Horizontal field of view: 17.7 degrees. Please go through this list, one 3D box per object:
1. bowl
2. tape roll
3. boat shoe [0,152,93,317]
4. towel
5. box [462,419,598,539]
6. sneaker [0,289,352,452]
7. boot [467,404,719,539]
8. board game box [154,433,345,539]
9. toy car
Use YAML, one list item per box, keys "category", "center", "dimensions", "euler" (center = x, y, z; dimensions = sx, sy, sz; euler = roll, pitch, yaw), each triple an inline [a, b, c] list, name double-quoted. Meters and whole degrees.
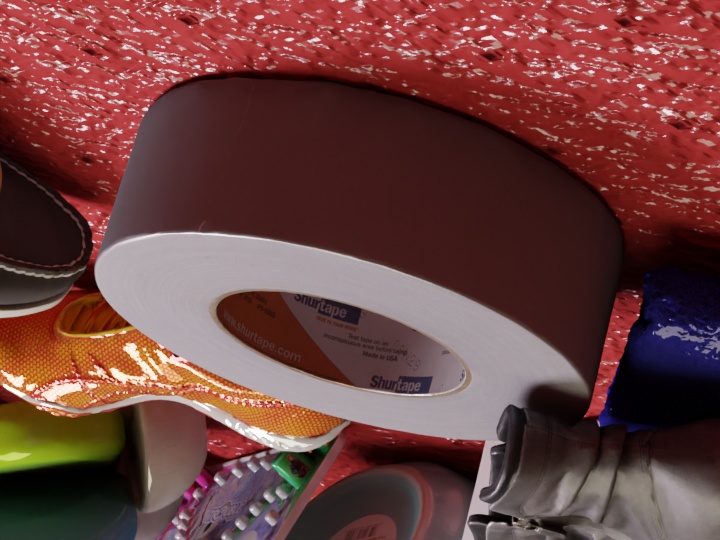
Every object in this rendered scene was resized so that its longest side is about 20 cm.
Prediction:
- category: "bowl"
  center: [0.017, 0.180, 1.234]
  dimensions: [0.200, 0.201, 0.105]
  euler: [-7, 130, 48]
- category: "tape roll"
  center: [0.000, 0.000, 0.901]
  dimensions: [0.199, 0.067, 0.200]
  euler: [14, 160, 5]
- category: "boat shoe"
  center: [-0.183, -0.037, 0.933]
  dimensions: [0.200, 0.072, 0.060]
  euler: [22, 138, -39]
- category: "towel"
  center: [0.200, 0.049, 0.913]
  dimensions: [0.198, 0.050, 0.148]
  euler: [13, 157, 3]
- category: "box"
  center: [0.152, 0.171, 1.156]
  dimensions: [0.199, 0.125, 0.097]
  euler: [26, 158, -28]
- category: "sneaker"
  center: [-0.094, 0.028, 1.076]
  dimensions: [0.198, 0.073, 0.077]
  euler: [5, 136, 17]
- category: "boot"
  center: [0.112, 0.107, 0.941]
  dimensions: [0.131, 0.070, 0.201]
  euler: [4, 146, 7]
- category: "board game box"
  center: [-0.109, 0.173, 1.268]
  dimensions: [0.026, 0.201, 0.200]
  euler: [40, 154, -14]
- category: "toy car"
  center: [-0.170, 0.134, 1.208]
  dimensions: [0.174, 0.151, 0.200]
  euler: [-4, 161, -15]
